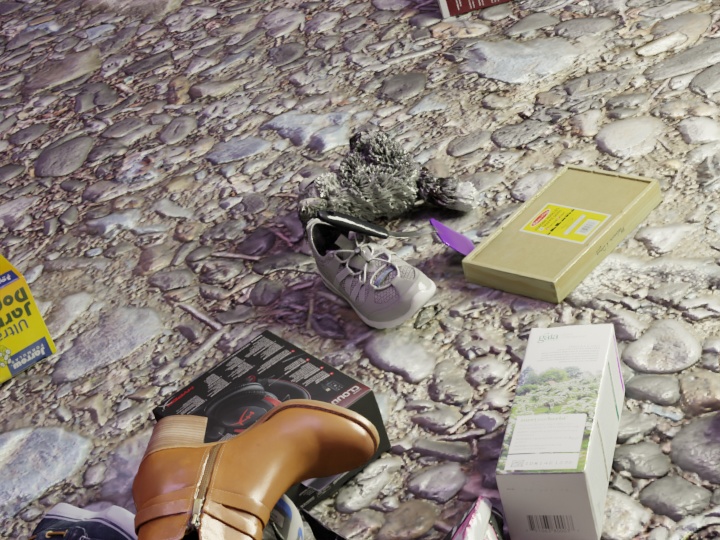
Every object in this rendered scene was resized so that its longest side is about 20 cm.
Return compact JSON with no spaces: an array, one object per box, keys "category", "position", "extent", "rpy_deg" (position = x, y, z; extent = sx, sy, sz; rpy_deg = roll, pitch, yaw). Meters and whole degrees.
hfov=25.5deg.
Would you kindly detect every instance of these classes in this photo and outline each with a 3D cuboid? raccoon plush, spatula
[{"category":"raccoon plush","position":[0.018,-0.080,1.801],"extent":[0.199,0.097,0.134],"rpy_deg":[11,50,39]},{"category":"spatula","position":[0.043,-0.041,1.677],"extent":[0.198,0.021,0.057],"rpy_deg":[8,30,-26]}]

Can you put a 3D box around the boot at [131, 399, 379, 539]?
[{"category":"boot","position":[-0.083,0.176,1.261],"extent":[0.197,0.077,0.156],"rpy_deg":[3,33,-2]}]

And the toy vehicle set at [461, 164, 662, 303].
[{"category":"toy vehicle set","position":[0.216,-0.043,1.690],"extent":[0.124,0.027,0.200],"rpy_deg":[15,44,42]}]

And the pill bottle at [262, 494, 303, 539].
[{"category":"pill bottle","position":[-0.115,0.272,1.289],"extent":[0.112,0.115,0.201],"rpy_deg":[-9,32,15]}]

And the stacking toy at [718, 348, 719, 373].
[{"category":"stacking toy","position":[0.396,0.104,1.330],"extent":[0.085,0.086,0.200],"rpy_deg":[-31,40,-20]}]

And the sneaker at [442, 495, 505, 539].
[{"category":"sneaker","position":[0.095,0.256,1.253],"extent":[0.080,0.086,0.200],"rpy_deg":[-50,4,22]}]

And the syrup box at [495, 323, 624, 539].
[{"category":"syrup box","position":[0.176,0.137,1.377],"extent":[0.078,0.082,0.201],"rpy_deg":[-4,34,19]}]

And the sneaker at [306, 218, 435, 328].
[{"category":"sneaker","position":[0.000,0.000,1.673],"extent":[0.075,0.082,0.199],"rpy_deg":[-46,35,-16]}]

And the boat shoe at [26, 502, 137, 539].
[{"category":"boat shoe","position":[-0.246,0.262,1.403],"extent":[0.091,0.071,0.199],"rpy_deg":[-46,22,-30]}]

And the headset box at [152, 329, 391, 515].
[{"category":"headset box","position":[-0.079,0.152,1.495],"extent":[0.148,0.076,0.199],"rpy_deg":[-35,35,-25]}]

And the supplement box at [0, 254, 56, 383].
[{"category":"supplement box","position":[-0.449,0.042,1.830],"extent":[0.108,0.110,0.200],"rpy_deg":[-31,34,-20]}]

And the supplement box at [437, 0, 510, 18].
[{"category":"supplement box","position":[0.205,-0.432,2.271],"extent":[0.198,0.061,0.109],"rpy_deg":[-13,32,11]}]

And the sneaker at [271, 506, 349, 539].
[{"category":"sneaker","position":[0.005,0.270,1.238],"extent":[0.060,0.105,0.199],"rpy_deg":[-30,33,-20]}]
